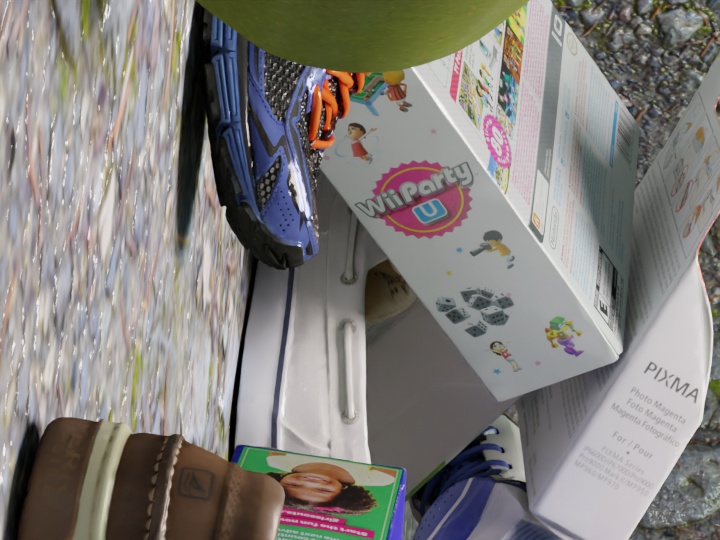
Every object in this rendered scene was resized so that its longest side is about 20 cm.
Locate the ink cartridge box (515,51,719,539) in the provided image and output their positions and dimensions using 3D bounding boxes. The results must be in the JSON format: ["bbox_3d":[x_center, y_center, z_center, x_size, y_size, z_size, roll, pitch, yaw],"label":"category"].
[{"bbox_3d":[0.136,0.007,1.284,0.201,0.057,0.163,-55,-170,15],"label":"ink cartridge box"}]

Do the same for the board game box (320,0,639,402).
[{"bbox_3d":[0.039,-0.069,1.222,0.200,0.064,0.148,53,29,-32],"label":"board game box"}]

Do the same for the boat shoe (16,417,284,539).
[{"bbox_3d":[-0.046,0.123,0.782,0.203,0.074,0.075,91,5,-49],"label":"boat shoe"}]

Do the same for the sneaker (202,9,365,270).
[{"bbox_3d":[-0.012,-0.095,1.023,0.075,0.078,0.201,84,11,-68],"label":"sneaker"}]

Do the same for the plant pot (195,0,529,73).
[{"bbox_3d":[0.011,-0.138,0.728,0.190,0.199,0.201,124,-26,-69],"label":"plant pot"}]

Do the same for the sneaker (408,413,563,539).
[{"bbox_3d":[0.056,0.120,1.355,0.081,0.115,0.199,-46,153,7],"label":"sneaker"}]

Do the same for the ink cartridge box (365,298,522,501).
[{"bbox_3d":[0.022,0.037,1.409,0.117,0.067,0.200,-43,-171,15],"label":"ink cartridge box"}]

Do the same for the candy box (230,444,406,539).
[{"bbox_3d":[-0.031,0.178,1.094,0.200,0.076,0.170,-77,172,-75],"label":"candy box"}]

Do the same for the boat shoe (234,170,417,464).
[{"bbox_3d":[0.000,-0.002,1.265,0.075,0.085,0.203,89,7,-59],"label":"boat shoe"}]
